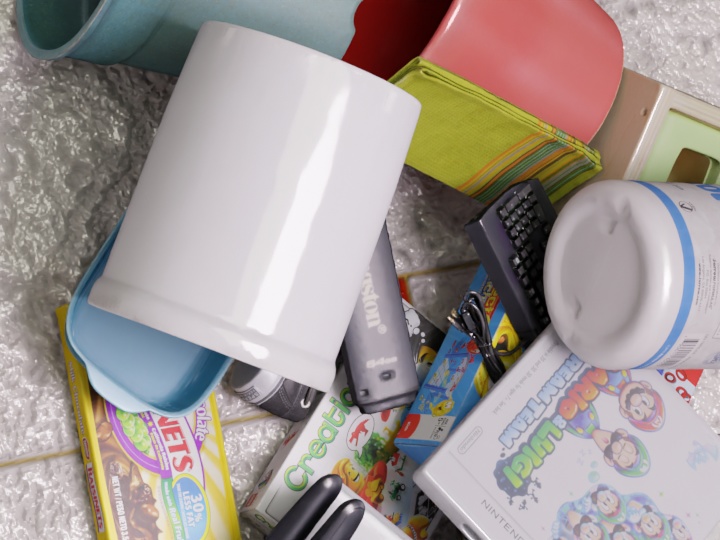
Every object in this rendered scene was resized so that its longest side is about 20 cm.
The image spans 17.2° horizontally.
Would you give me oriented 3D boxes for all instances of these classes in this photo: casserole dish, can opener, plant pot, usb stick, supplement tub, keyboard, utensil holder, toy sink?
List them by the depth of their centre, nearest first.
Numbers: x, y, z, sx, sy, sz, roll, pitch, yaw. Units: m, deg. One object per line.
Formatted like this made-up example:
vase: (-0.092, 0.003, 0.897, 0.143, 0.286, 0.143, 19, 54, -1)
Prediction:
utensil holder: (-0.066, -0.043, 1.561, 0.169, 0.170, 0.201, 21, 88, -20)
can opener: (-0.065, 0.224, 1.628, 0.079, 0.063, 0.201, 9, 113, -59)
casserole dish: (-0.132, 0.013, 1.663, 0.121, 0.039, 0.201, 37, 63, -16)
supplement tub: (0.240, 0.004, 1.670, 0.199, 0.132, 0.133, 1, 79, -36)
plant pot: (-0.111, -0.215, 1.672, 0.195, 0.200, 0.201, 18, 72, -29)
usb stick: (0.000, 0.000, 1.686, 0.055, 0.033, 0.201, -14, 96, -26)
keyboard: (0.129, 0.043, 1.703, 0.127, 0.021, 0.201, -40, 112, -31)
plant pot: (0.084, -0.164, 1.752, 0.177, 0.200, 0.201, 27, 69, -30)
toy sink: (0.251, -0.062, 1.804, 0.199, 0.112, 0.131, 20, 97, -32)

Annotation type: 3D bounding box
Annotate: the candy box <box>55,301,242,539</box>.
candy box: (-0.146, 0.116, 1.669, 0.102, 0.026, 0.201, -8, 83, -30)

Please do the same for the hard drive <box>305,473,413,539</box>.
hard drive: (0.011, 0.253, 1.680, 0.200, 0.026, 0.132, 40, 99, -13)

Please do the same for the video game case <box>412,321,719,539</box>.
video game case: (0.158, 0.143, 1.652, 0.182, 0.024, 0.200, 46, 58, -1)

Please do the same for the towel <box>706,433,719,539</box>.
towel: (0.173, 0.214, 1.725, 0.192, 0.035, 0.201, 0, 111, -23)

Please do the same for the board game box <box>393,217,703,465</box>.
board game box: (0.145, 0.096, 1.762, 0.200, 0.056, 0.196, 39, 66, -31)

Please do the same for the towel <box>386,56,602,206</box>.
towel: (0.080, -0.088, 1.694, 0.200, 0.086, 0.018, 24, 38, -41)

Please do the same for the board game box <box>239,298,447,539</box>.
board game box: (0.014, 0.131, 1.736, 0.126, 0.035, 0.200, 38, 66, -15)

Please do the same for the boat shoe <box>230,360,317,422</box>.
boat shoe: (-0.020, 0.019, 1.727, 0.066, 0.070, 0.201, 36, 67, -23)
